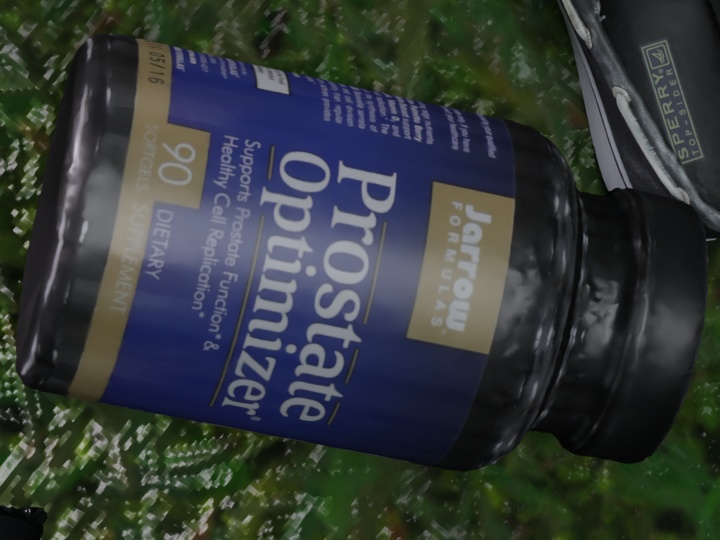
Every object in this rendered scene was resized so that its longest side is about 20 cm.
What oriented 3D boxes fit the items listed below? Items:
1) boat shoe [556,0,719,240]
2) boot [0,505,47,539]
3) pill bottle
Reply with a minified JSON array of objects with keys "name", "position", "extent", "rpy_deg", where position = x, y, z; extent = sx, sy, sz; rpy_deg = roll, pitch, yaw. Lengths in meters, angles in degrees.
[{"name":"boat shoe","position":[0.087,-0.104,0.817],"extent":[0.073,0.068,0.200],"rpy_deg":[-15,94,-11]},{"name":"boot","position":[-0.098,0.143,0.756],"extent":[0.197,0.073,0.163],"rpy_deg":[-7,57,-19]},{"name":"pill bottle","position":[0.000,0.000,0.779],"extent":[0.199,0.112,0.112],"rpy_deg":[11,88,-11]}]
